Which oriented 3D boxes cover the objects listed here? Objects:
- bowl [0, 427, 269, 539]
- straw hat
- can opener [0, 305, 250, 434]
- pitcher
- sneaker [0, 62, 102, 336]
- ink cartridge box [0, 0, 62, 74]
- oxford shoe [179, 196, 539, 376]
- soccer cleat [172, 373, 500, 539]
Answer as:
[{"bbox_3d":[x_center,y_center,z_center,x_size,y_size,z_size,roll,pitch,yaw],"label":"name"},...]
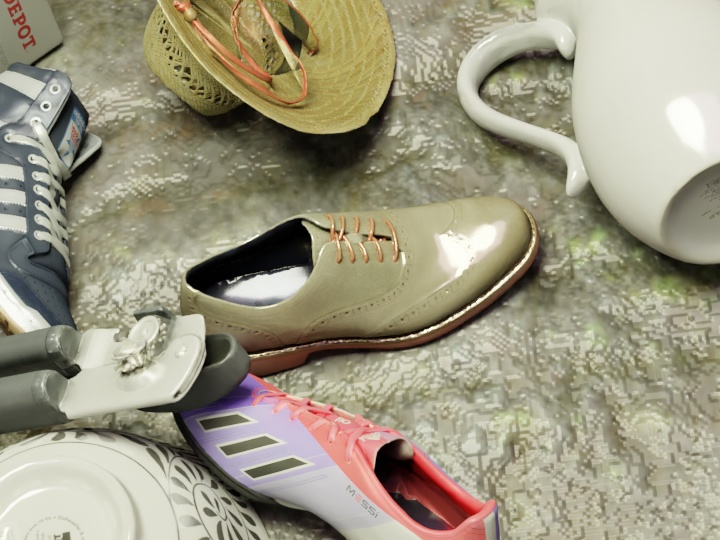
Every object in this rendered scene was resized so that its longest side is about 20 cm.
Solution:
[{"bbox_3d":[-0.144,0.150,1.090,0.199,0.094,0.202,-4,58,6],"label":"bowl"},{"bbox_3d":[-0.078,-0.137,1.253,0.085,0.200,0.202,-40,50,35],"label":"straw hat"},{"bbox_3d":[-0.152,0.062,1.124,0.199,0.067,0.053,-9,48,29],"label":"can opener"},{"bbox_3d":[0.145,-0.089,1.190,0.171,0.121,0.201,-31,46,13],"label":"pitcher"},{"bbox_3d":[-0.179,-0.036,1.221,0.108,0.070,0.200,-32,57,-9],"label":"sneaker"},{"bbox_3d":[-0.304,-0.161,1.269,0.200,0.147,0.146,-37,60,-13],"label":"ink cartridge box"},{"bbox_3d":[0.000,0.000,1.170,0.199,0.074,0.071,-20,58,-4],"label":"oxford shoe"},{"bbox_3d":[-0.011,0.094,1.106,0.199,0.074,0.068,35,45,23],"label":"soccer cleat"}]
